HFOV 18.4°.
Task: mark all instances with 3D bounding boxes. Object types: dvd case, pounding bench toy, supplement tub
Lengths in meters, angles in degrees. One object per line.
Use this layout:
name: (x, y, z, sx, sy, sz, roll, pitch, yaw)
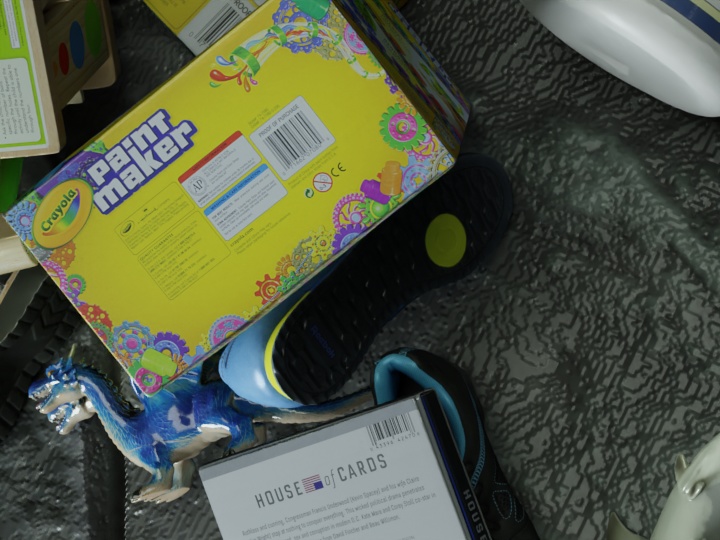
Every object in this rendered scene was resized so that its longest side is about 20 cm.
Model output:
dvd case: (0.009, 0.177, 1.169, 0.150, 0.025, 0.201, -20, 89, 31)
pounding bench toy: (-0.215, -0.111, 1.288, 0.123, 0.156, 0.201, -5, 110, 11)
supplement tub: (0.188, -0.200, 1.188, 0.145, 0.145, 0.201, 32, 88, 22)

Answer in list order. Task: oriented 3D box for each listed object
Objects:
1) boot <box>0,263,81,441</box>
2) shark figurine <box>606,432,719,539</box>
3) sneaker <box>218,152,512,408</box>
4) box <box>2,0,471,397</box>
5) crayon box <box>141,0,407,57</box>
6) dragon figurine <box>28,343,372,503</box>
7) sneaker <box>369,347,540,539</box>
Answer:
boot: (-0.261, 0.038, 1.325, 0.138, 0.078, 0.200, 34, 79, 28)
shark figurine: (0.199, 0.128, 1.137, 0.089, 0.128, 0.215, 17, 115, -18)
sneaker: (0.000, 0.000, 1.226, 0.200, 0.066, 0.078, -42, 22, -26)
box: (-0.057, -0.059, 1.177, 0.200, 0.193, 0.122, -37, 96, 11)
crayon box: (-0.027, -0.196, 1.307, 0.200, 0.051, 0.127, -45, 69, 4)
dragon figurine: (-0.095, 0.069, 1.259, 0.199, 0.059, 0.100, -23, 77, 18)
sneaker: (0.052, 0.134, 1.188, 0.073, 0.082, 0.201, -28, 72, 8)
